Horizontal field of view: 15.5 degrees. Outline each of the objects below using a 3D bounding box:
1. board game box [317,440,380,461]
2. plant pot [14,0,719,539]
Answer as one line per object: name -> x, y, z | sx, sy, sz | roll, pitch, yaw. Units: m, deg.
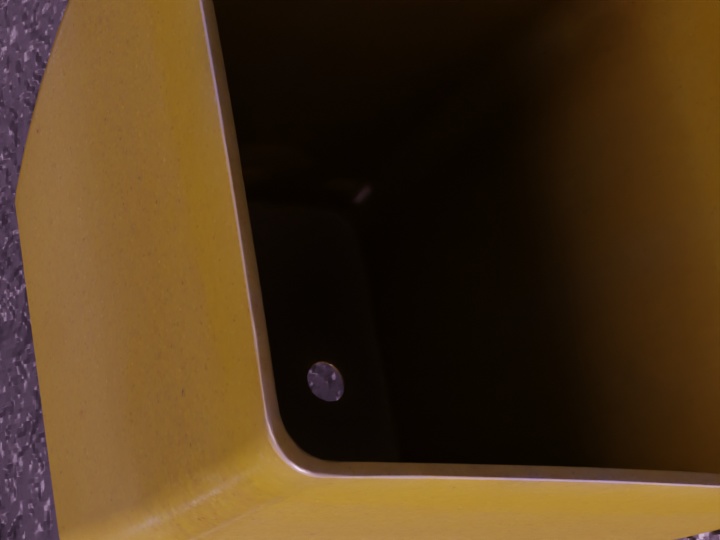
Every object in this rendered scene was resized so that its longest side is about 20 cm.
board game box -> -0.071, 0.131, 0.947 | 0.120, 0.032, 0.200 | 34, 107, 48
plant pot -> 0.000, 0.000, 0.798 | 0.176, 0.200, 0.200 | -37, 56, 49
